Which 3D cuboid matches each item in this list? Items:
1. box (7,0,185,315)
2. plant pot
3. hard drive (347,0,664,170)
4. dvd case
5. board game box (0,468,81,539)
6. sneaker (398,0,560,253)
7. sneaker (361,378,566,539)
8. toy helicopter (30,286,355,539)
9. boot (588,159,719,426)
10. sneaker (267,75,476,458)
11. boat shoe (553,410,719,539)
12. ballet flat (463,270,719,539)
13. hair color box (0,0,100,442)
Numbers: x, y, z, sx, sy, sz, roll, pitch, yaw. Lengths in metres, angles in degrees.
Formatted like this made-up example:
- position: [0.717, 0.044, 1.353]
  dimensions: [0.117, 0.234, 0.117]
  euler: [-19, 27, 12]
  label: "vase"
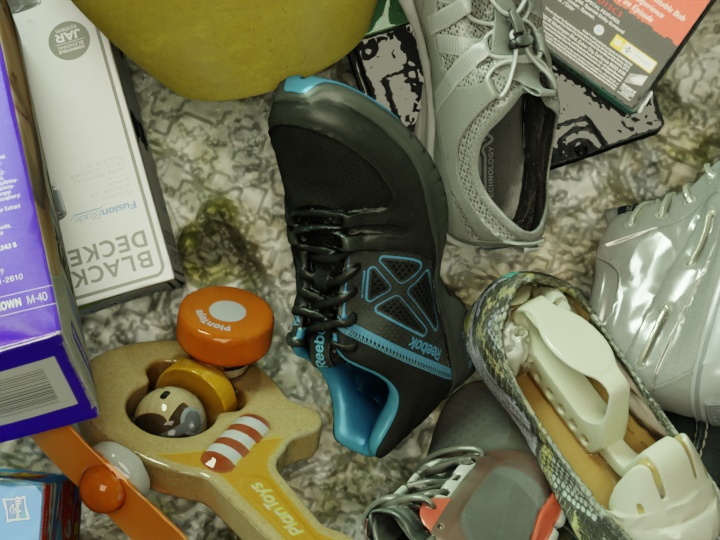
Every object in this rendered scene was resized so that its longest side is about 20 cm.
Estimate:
- position: [-0.166, -0.074, 1.430]
  dimensions: [0.116, 0.060, 0.201]
  euler: [-14, 87, -1]
  label: "box"
- position: [-0.063, -0.165, 1.360]
  dimensions: [0.199, 0.200, 0.142]
  euler: [-20, 116, -1]
  label: "plant pot"
- position: [0.053, -0.141, 1.445]
  dimensions: [0.139, 0.038, 0.201]
  euler: [-19, 88, -1]
  label: "hard drive"
- position: [0.131, -0.197, 1.420]
  dimensions: [0.146, 0.022, 0.200]
  euler: [35, 88, 1]
  label: "dvd case"
- position: [-0.169, 0.193, 1.346]
  dimensions: [0.056, 0.196, 0.201]
  euler: [4, 87, 0]
  label: "board game box"
- position: [0.067, -0.103, 1.358]
  dimensions: [0.074, 0.082, 0.201]
  euler: [-16, 112, -29]
  label: "sneaker"
- position: [0.043, 0.117, 1.362]
  dimensions: [0.077, 0.201, 0.082]
  euler: [-30, 125, 31]
  label: "sneaker"
- position: [-0.067, 0.096, 1.346]
  dimensions: [0.132, 0.200, 0.079]
  euler: [-14, 130, -32]
  label: "toy helicopter"
- position: [0.164, -0.027, 1.423]
  dimensions: [0.095, 0.074, 0.201]
  euler: [12, 69, 23]
  label: "boot"
- position: [0.000, 0.000, 1.364]
  dimensions: [0.073, 0.201, 0.082]
  euler: [9, 46, 38]
  label: "sneaker"
- position: [0.110, 0.137, 1.395]
  dimensions: [0.060, 0.075, 0.200]
  euler: [44, 70, -37]
  label: "boat shoe"
- position: [0.118, 0.081, 1.351]
  dimensions: [0.072, 0.072, 0.201]
  euler: [-35, 76, -2]
  label: "ballet flat"
- position: [-0.171, -0.035, 1.315]
  dimensions: [0.065, 0.109, 0.201]
  euler: [-15, 68, -2]
  label: "hair color box"
